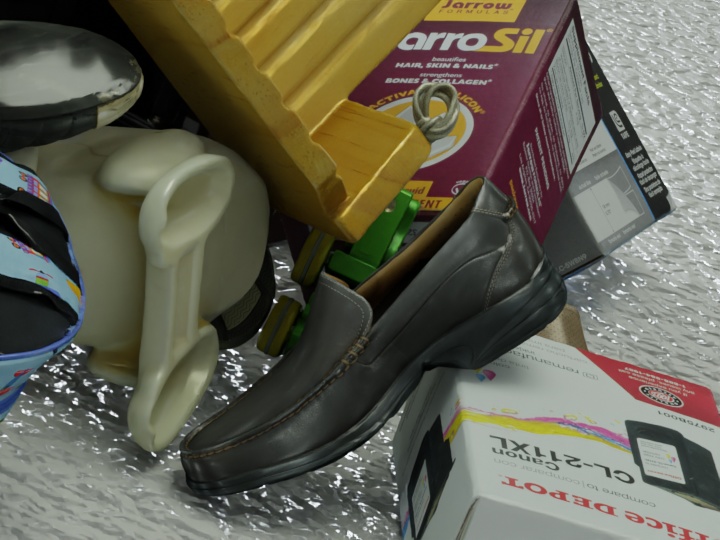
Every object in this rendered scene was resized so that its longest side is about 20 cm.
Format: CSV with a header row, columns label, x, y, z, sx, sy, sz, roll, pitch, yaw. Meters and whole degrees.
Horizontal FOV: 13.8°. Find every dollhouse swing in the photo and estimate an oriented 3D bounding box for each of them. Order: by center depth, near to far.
label,x,y,z,sx,sy,sz,roll,pitch,yaw
dollhouse swing,-0.023,-0.153,1.427,0.200,0.176,0.182,53,-11,-20

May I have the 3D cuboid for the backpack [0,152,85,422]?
label,x,y,z,sx,sy,sz,roll,pitch,yaw
backpack,-0.223,0.011,1.233,0.200,0.135,0.183,8,34,-25

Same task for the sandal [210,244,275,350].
label,x,y,z,sx,sy,sz,roll,pitch,yaw
sandal,-0.120,-0.017,1.514,0.201,0.057,0.080,28,64,32

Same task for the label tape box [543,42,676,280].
label,x,y,z,sx,sy,sz,roll,pitch,yaw
label tape box,0.096,-0.097,1.770,0.200,0.063,0.144,61,26,0

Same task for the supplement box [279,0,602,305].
label,x,y,z,sx,sy,sz,roll,pitch,yaw
supplement box,0.047,-0.060,1.603,0.110,0.086,0.200,3,40,22

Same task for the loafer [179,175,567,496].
label,x,y,z,sx,sy,sz,roll,pitch,yaw
loafer,-0.004,0.031,1.369,0.200,0.072,0.073,-34,22,-15

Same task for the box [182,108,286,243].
label,x,y,z,sx,sy,sz,roll,pitch,yaw
box,-0.060,-0.073,1.659,0.075,0.100,0.200,32,23,27

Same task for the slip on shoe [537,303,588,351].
label,x,y,z,sx,sy,sz,roll,pitch,yaw
slip on shoe,0.092,0.045,1.565,0.076,0.061,0.200,13,22,-19

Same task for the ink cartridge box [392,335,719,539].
label,x,y,z,sx,sy,sz,roll,pitch,yaw
ink cartridge box,0.099,0.111,1.377,0.145,0.083,0.200,17,21,-10

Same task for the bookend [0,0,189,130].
label,x,y,z,sx,sy,sz,roll,pitch,yaw
bookend,-0.151,-0.185,1.489,0.092,0.200,0.199,16,-9,40

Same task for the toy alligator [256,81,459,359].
label,x,y,z,sx,sy,sz,roll,pitch,yaw
toy alligator,0.000,0.000,1.482,0.059,0.200,0.054,26,-17,2

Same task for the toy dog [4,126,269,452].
label,x,y,z,sx,sy,sz,roll,pitch,yaw
toy dog,-0.154,-0.032,1.406,0.200,0.140,0.194,14,37,16

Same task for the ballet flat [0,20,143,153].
label,x,y,z,sx,sy,sz,roll,pitch,yaw
ballet flat,-0.195,-0.068,1.330,0.199,0.057,0.067,-11,51,-5
